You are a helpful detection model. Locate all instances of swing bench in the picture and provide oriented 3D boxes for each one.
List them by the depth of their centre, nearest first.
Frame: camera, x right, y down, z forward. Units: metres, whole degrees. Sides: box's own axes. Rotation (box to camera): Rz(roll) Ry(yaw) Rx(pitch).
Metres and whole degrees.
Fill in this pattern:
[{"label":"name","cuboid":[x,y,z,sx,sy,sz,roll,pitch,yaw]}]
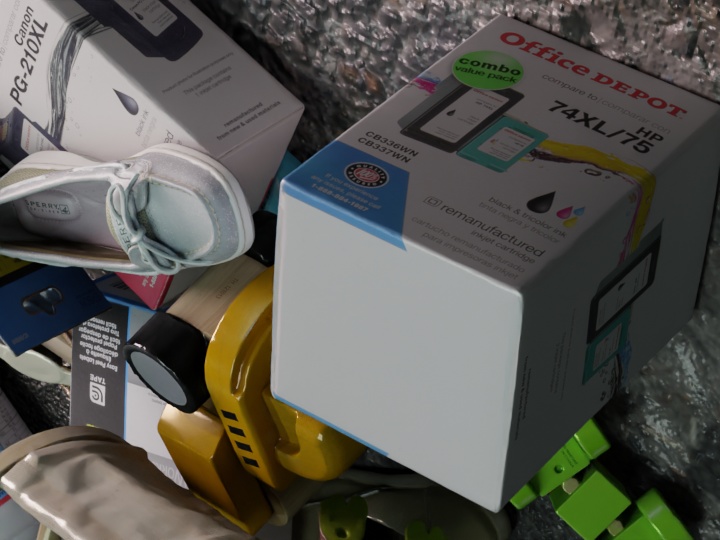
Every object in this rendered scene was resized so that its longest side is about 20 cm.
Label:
[{"label":"swing bench","cuboid":[-0.110,0.207,1.505,0.199,0.130,0.200,31,133,37]}]

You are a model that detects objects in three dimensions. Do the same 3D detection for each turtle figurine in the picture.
[{"label":"turtle figurine","cuboid":[-0.012,0.208,1.547,0.200,0.064,0.161,28,133,14]}]

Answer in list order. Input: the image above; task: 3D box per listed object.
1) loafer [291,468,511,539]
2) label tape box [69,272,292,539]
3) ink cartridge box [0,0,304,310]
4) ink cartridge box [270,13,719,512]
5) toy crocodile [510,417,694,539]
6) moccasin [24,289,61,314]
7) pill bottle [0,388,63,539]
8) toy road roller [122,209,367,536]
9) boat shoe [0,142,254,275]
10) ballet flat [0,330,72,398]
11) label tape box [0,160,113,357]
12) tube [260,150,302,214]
[{"label":"loafer","cuboid":[0.005,0.170,1.632,0.200,0.068,0.076,-16,109,47]},{"label":"label tape box","cuboid":[-0.116,0.113,1.656,0.143,0.066,0.200,15,109,33]},{"label":"ink cartridge box","cuboid":[-0.147,-0.100,1.532,0.200,0.084,0.145,43,139,15]},{"label":"ink cartridge box","cuboid":[0.072,-0.009,1.331,0.147,0.200,0.146,25,133,25]},{"label":"toy crocodile","cuboid":[0.129,0.128,1.489,0.200,0.068,0.062,49,-175,-12]},{"label":"moccasin","cuboid":[-0.241,-0.060,1.665,0.068,0.080,0.200,-25,94,28]},{"label":"pill bottle","cuboid":[-0.287,0.137,1.838,0.109,0.109,0.200,-22,104,48]},{"label":"toy road roller","cuboid":[-0.034,0.077,1.494,0.146,0.123,0.200,28,153,35]},{"label":"boat shoe","cuboid":[-0.143,-0.029,1.461,0.202,0.065,0.074,8,122,41]},{"label":"ballet flat","cuboid":[-0.237,0.024,1.737,0.200,0.067,0.068,33,139,19]},{"label":"label tape box","cuboid":[-0.257,-0.028,1.557,0.063,0.144,0.200,-36,88,22]},{"label":"tube","cuboid":[0.000,0.000,1.528,0.200,0.050,0.077,41,132,20]}]
